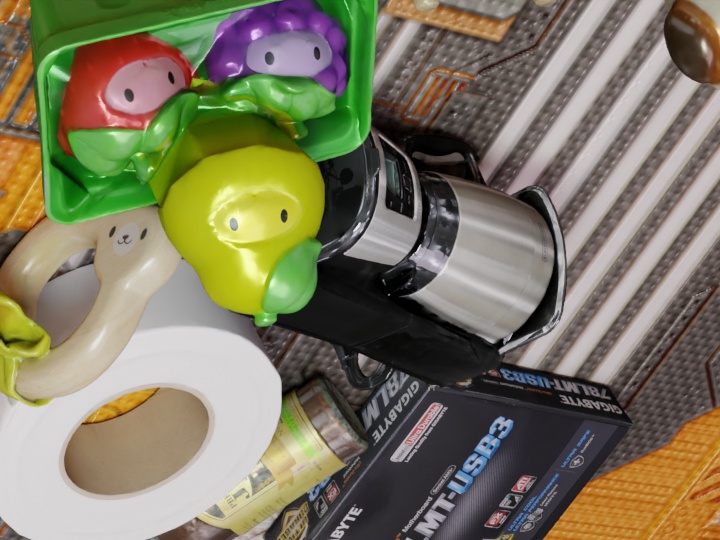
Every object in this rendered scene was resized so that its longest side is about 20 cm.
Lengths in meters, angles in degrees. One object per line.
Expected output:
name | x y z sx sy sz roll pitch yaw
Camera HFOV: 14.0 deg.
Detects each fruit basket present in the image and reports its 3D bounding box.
fruit basket | -0.080 -0.079 1.651 0.215 0.216 0.156 -15 138 -17

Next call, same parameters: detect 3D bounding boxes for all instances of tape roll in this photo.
tape roll | -0.155 0.086 1.881 0.202 0.071 0.203 -17 139 -15

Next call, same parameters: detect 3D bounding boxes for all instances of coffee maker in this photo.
coffee maker | 0.000 0.000 1.833 0.200 0.135 0.192 22 119 -43

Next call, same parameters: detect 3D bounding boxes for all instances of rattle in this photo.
rattle | -0.175 -0.025 1.718 0.200 0.130 0.143 -38 117 23

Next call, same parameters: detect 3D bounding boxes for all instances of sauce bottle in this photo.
sauce bottle | -0.091 0.150 1.989 0.200 0.065 0.065 -36 140 5

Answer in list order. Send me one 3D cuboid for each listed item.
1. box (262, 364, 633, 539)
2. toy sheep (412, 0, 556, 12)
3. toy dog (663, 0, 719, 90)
box | 0.063 0.151 2.097 0.198 0.050 0.200 13 124 -40
toy sheep | 0.079 -0.219 1.655 0.200 0.138 0.138 -6 136 -43
toy dog | 0.254 -0.198 1.741 0.139 0.194 0.200 -5 129 -44
